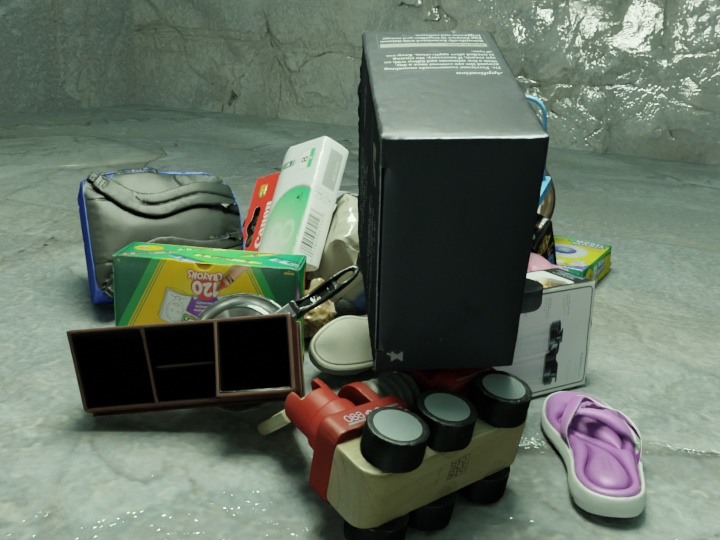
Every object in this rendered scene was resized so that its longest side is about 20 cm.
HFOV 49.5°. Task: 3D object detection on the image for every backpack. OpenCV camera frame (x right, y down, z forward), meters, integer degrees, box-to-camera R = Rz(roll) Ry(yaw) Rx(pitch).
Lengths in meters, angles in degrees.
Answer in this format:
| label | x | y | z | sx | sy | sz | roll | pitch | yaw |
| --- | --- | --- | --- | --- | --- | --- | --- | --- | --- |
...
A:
| label | x | y | z | sx | sy | sz | roll | pitch | yaw |
| --- | --- | --- | --- | --- | --- | --- | --- | --- | --- |
| backpack | -0.260 | -0.048 | 1.025 | 0.196 | 0.166 | 0.167 | -8 | -3 | -24 |

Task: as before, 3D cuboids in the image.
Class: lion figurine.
| label | x | y | z | sx | sy | sz | roll | pitch | yaw |
| --- | --- | --- | --- | --- | --- | --- | --- | --- | --- |
| lion figurine | -0.131 | 0.047 | 0.912 | 0.196 | 0.074 | 0.123 | -7 | 17 | -12 |

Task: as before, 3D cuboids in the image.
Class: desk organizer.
| label | x | y | z | sx | sy | sz | roll | pitch | yaw |
| --- | --- | --- | --- | --- | --- | --- | --- | --- | --- |
| desk organizer | -0.150 | 0.083 | 0.688 | 0.195 | 0.073 | 0.077 | -5 | -12 | -1 |

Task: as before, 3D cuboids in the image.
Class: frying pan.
| label | x | y | z | sx | sy | sz | roll | pitch | yaw |
| --- | --- | --- | --- | --- | --- | --- | --- | --- | --- |
| frying pan | -0.079 | 0.067 | 0.751 | 0.186 | 0.117 | 0.031 | -15 | -19 | -1 |

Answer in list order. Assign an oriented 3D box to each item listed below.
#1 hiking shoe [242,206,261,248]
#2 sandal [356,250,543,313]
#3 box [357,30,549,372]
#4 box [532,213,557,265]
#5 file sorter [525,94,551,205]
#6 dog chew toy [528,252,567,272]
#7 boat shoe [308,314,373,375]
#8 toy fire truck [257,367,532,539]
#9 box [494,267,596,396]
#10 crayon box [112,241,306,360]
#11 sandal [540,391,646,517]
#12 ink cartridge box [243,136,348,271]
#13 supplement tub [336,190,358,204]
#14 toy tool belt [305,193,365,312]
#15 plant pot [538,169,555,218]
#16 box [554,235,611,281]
| label | x | y | z | sx | sy | sz | roll | pitch | yaw |
| --- | --- | --- | --- | --- | --- | --- | --- | --- | --- |
| hiking shoe | -0.136 | -0.038 | 1.091 | 0.074 | 0.103 | 0.199 | -7 | 11 | -25 |
| sandal | 0.085 | -0.004 | 0.755 | 0.197 | 0.044 | 0.076 | 12 | 19 | 34 |
| box | 0.059 | -0.061 | 0.624 | 0.115 | 0.200 | 0.202 | -1 | 36 | -3 |
| box | 0.187 | -0.048 | 1.062 | 0.158 | 0.046 | 0.200 | 32 | -8 | 24 |
| file sorter | 0.116 | -0.100 | 0.876 | 0.137 | 0.124 | 0.201 | 13 | 46 | 27 |
| dog chew toy | 0.185 | 0.031 | 0.938 | 0.197 | 0.127 | 0.124 | 2 | 14 | -35 |
| boat shoe | 0.011 | 0.080 | 0.869 | 0.198 | 0.057 | 0.067 | -22 | 65 | -47 |
| toy fire truck | 0.010 | 0.122 | 0.637 | 0.174 | 0.131 | 0.199 | -11 | 32 | -39 |
| box | 0.146 | 0.070 | 0.798 | 0.197 | 0.119 | 0.060 | -8 | 17 | -29 |
| crayon box | -0.157 | 0.041 | 0.829 | 0.196 | 0.121 | 0.058 | 4 | 16 | 5 |
| sandal | 0.209 | 0.142 | 0.682 | 0.081 | 0.051 | 0.203 | 4 | 17 | 1 |
| ink cartridge box | -0.110 | -0.074 | 0.999 | 0.198 | 0.164 | 0.050 | -6 | -26 | 46 |
| supplement tub | 0.030 | -0.039 | 1.120 | 0.197 | 0.125 | 0.122 | 15 | 20 | 37 |
| toy tool belt | 0.000 | 0.000 | 0.995 | 0.121 | 0.200 | 0.127 | 22 | 59 | -10 |
| plant pot | 0.229 | -0.112 | 1.217 | 0.183 | 0.191 | 0.200 | 2 | 5 | -3 |
| box | 0.317 | -0.013 | 1.218 | 0.115 | 0.049 | 0.199 | 12 | 18 | 28 |
